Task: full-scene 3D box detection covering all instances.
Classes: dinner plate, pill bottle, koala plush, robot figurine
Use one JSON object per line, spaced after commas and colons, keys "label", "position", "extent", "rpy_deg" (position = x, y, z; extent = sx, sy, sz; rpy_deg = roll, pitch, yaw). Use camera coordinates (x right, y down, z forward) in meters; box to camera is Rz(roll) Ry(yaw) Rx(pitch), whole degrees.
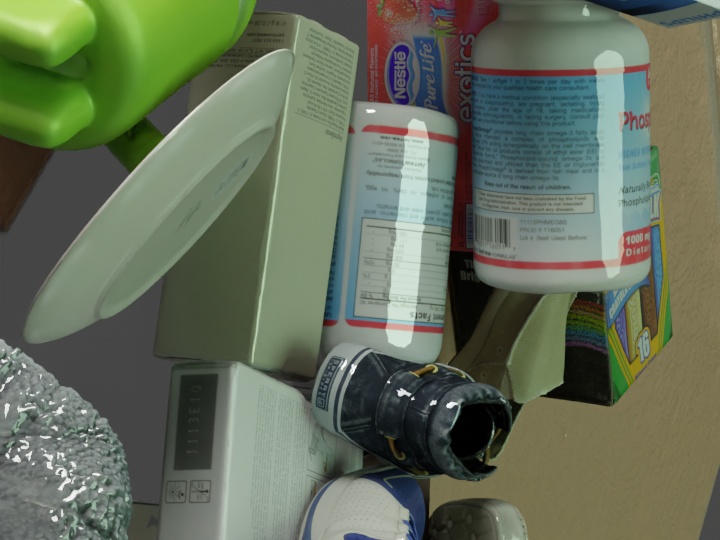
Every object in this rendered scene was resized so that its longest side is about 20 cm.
{"label": "dinner plate", "position": [-0.095, -0.031, 1.139], "extent": [0.200, 0.024, 0.200], "rpy_deg": [-48, 176, -4]}
{"label": "pill bottle", "position": [0.000, 0.000, 1.369], "extent": [0.109, 0.109, 0.200], "rpy_deg": [6, 89, -62]}
{"label": "koala plush", "position": [-0.172, 0.136, 1.020], "extent": [0.200, 0.184, 0.178], "rpy_deg": [71, 34, -58]}
{"label": "robot figurine", "position": [-0.126, -0.134, 1.099], "extent": [0.200, 0.116, 0.176], "rpy_deg": [-46, 146, -51]}
{"label": "pill bottle", "position": [0.123, -0.092, 1.373], "extent": [0.109, 0.109, 0.200], "rpy_deg": [-19, 110, -60]}

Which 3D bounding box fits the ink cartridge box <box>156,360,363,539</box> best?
{"label": "ink cartridge box", "position": [-0.054, 0.163, 1.218], "extent": [0.174, 0.043, 0.200], "rpy_deg": [34, 57, -64]}

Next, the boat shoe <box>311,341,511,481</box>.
{"label": "boat shoe", "position": [0.053, 0.094, 1.291], "extent": [0.200, 0.091, 0.071], "rpy_deg": [22, 88, -62]}

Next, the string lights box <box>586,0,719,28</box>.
{"label": "string lights box", "position": [0.128, -0.212, 1.266], "extent": [0.200, 0.059, 0.103], "rpy_deg": [13, 78, -37]}

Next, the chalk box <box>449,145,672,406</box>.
{"label": "chalk box", "position": [0.143, -0.022, 1.620], "extent": [0.124, 0.125, 0.200], "rpy_deg": [-39, 129, -54]}

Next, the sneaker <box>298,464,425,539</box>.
{"label": "sneaker", "position": [0.014, 0.170, 1.177], "extent": [0.199, 0.115, 0.081], "rpy_deg": [-36, 122, -63]}

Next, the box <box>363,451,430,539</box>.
{"label": "box", "position": [-0.008, 0.203, 1.425], "extent": [0.100, 0.075, 0.200], "rpy_deg": [-10, 105, -61]}

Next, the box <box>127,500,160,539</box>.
{"label": "box", "position": [-0.097, 0.212, 1.260], "extent": [0.200, 0.068, 0.082], "rpy_deg": [60, 42, -46]}

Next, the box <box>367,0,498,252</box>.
{"label": "box", "position": [0.067, -0.116, 1.487], "extent": [0.095, 0.102, 0.200], "rpy_deg": [-17, 108, -62]}

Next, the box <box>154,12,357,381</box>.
{"label": "box", "position": [-0.058, -0.042, 1.278], "extent": [0.082, 0.068, 0.200], "rpy_deg": [21, 76, -61]}

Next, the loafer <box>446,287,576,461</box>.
{"label": "loafer", "position": [0.114, 0.051, 1.537], "extent": [0.076, 0.068, 0.200], "rpy_deg": [-25, 152, -55]}

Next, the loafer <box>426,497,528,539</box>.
{"label": "loafer", "position": [0.073, 0.194, 1.476], "extent": [0.200, 0.070, 0.070], "rpy_deg": [130, -46, -64]}
